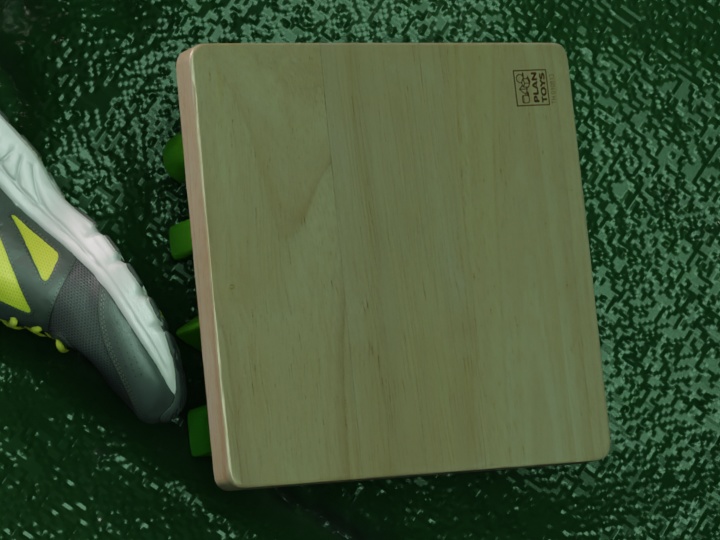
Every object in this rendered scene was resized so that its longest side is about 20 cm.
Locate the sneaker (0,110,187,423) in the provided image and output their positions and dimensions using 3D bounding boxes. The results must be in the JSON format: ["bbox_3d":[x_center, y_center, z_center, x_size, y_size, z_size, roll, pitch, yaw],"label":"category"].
[{"bbox_3d":[-0.159,0.001,1.386,0.085,0.074,0.200,-39,79,-5],"label":"sneaker"}]

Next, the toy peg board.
[{"bbox_3d":[0.000,0.000,1.413,0.198,0.098,0.201,-3,83,-27],"label":"toy peg board"}]
